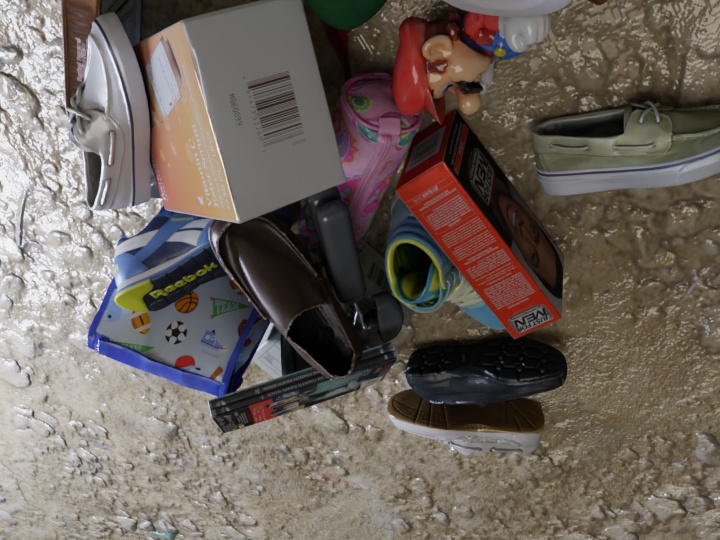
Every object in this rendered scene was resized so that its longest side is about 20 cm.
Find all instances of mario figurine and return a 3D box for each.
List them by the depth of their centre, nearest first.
[{"bbox_3d":[0.116,-0.180,0.625,0.197,0.108,0.123,-28,146,22],"label":"mario figurine"}]

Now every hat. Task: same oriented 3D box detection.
[{"bbox_3d":[-0.034,-0.208,0.606,0.196,0.167,0.178,11,122,-32],"label":"hat"}]

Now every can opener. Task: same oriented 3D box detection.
[{"bbox_3d":[0.000,0.000,0.757,0.065,0.054,0.203,-20,133,-9],"label":"can opener"}]

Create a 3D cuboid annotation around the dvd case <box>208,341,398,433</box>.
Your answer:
[{"bbox_3d":[-0.061,0.129,0.820,0.195,0.023,0.146,-16,165,-10],"label":"dvd case"}]

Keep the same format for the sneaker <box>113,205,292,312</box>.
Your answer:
[{"bbox_3d":[-0.163,-0.034,0.765,0.196,0.084,0.074,-23,152,1],"label":"sneaker"}]

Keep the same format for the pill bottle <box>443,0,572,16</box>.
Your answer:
[{"bbox_3d":[0.105,-0.285,0.499,0.109,0.112,0.206,9,90,11],"label":"pill bottle"}]

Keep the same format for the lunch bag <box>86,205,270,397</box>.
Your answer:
[{"bbox_3d":[-0.187,0.042,0.853,0.166,0.202,0.126,18,132,2],"label":"lunch bag"}]

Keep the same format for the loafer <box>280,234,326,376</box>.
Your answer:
[{"bbox_3d":[-0.055,0.042,0.812,0.061,0.073,0.204,0,132,-6],"label":"loafer"}]

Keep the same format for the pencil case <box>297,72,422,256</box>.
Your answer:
[{"bbox_3d":[-0.005,-0.093,0.747,0.086,0.089,0.202,24,138,-2],"label":"pencil case"}]

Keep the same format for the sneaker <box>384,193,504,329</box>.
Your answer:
[{"bbox_3d":[0.091,0.018,0.783,0.079,0.132,0.200,-32,113,33],"label":"sneaker"}]

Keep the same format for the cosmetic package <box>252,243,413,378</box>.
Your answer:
[{"bbox_3d":[-0.034,0.064,0.901,0.103,0.074,0.199,39,129,-14],"label":"cosmetic package"}]

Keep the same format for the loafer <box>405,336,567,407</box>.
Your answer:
[{"bbox_3d":[0.148,0.123,0.893,0.196,0.069,0.071,-7,133,30],"label":"loafer"}]

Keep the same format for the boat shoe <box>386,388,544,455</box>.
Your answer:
[{"bbox_3d":[0.128,0.199,0.953,0.194,0.071,0.071,6,128,13],"label":"boat shoe"}]

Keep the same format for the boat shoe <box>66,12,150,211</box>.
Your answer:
[{"bbox_3d":[-0.232,-0.133,0.687,0.073,0.065,0.202,55,150,25],"label":"boat shoe"}]

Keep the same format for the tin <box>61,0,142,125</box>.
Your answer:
[{"bbox_3d":[-0.241,-0.225,0.721,0.041,0.114,0.203,13,132,-5],"label":"tin"}]

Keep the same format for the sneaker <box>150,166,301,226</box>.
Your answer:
[{"bbox_3d":[-0.163,-0.097,0.832,0.197,0.076,0.106,32,148,-15],"label":"sneaker"}]

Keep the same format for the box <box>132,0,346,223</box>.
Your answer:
[{"bbox_3d":[-0.118,-0.136,0.665,0.198,0.105,0.156,11,120,58],"label":"box"}]

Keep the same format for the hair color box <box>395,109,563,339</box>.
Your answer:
[{"bbox_3d":[0.122,-0.043,0.744,0.060,0.103,0.201,-27,116,32],"label":"hair color box"}]

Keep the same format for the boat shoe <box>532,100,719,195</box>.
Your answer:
[{"bbox_3d":[0.244,-0.113,0.666,0.195,0.073,0.063,-10,127,29],"label":"boat shoe"}]

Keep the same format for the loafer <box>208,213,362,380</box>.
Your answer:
[{"bbox_3d":[-0.060,0.021,0.701,0.073,0.071,0.200,-43,106,-2],"label":"loafer"}]
